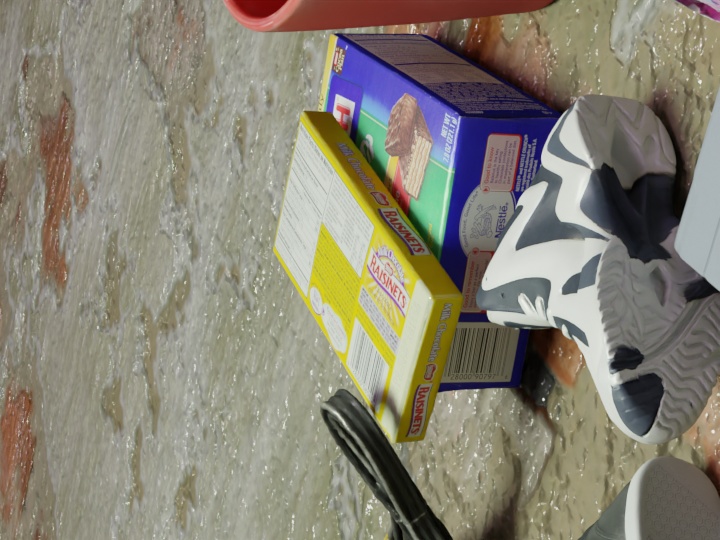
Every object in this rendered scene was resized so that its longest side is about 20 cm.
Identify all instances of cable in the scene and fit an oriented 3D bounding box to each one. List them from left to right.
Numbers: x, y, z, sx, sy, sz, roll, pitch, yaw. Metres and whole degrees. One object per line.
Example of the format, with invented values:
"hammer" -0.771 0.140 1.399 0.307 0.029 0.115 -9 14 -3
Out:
"cable" 0.025 0.156 1.201 0.097 0.050 0.200 46 171 46

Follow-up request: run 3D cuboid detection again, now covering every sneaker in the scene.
"sneaker" 0.118 0.021 1.083 0.130 0.079 0.200 123 141 -49
"sneaker" 0.130 0.198 1.017 0.099 0.071 0.200 123 163 -51

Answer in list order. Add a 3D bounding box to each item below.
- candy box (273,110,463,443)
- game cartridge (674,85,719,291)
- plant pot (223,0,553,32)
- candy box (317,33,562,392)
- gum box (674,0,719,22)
"candy box" 0.000 0.000 1.219 0.200 0.026 0.102 57 139 48
"game cartridge" 0.214 -0.029 0.937 0.200 0.041 0.134 -132 46 -56
"plant pot" 0.028 -0.226 1.184 0.200 0.177 0.201 -178 90 -65
"candy box" 0.036 -0.041 1.264 0.200 0.077 0.170 -139 54 -60
"gum box" 0.202 -0.156 0.901 0.114 0.066 0.200 -64 29 5
